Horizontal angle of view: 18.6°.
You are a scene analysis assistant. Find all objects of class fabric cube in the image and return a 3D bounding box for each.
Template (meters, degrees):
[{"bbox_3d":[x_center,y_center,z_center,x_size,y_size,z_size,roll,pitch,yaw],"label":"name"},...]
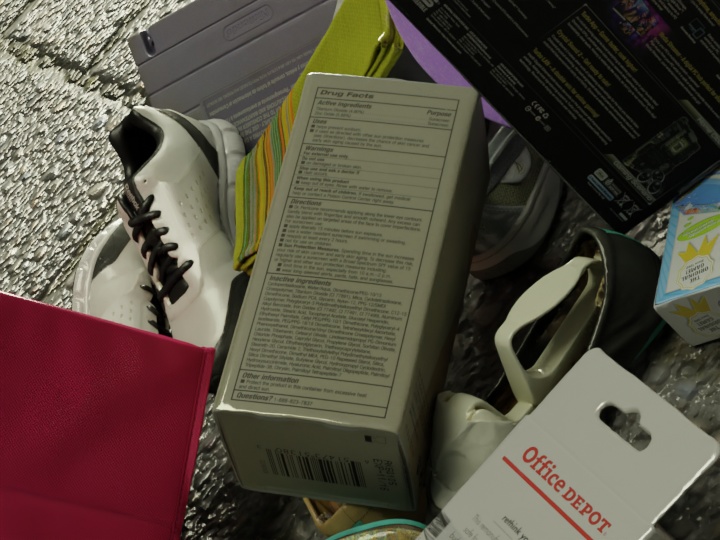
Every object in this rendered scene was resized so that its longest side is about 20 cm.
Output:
[{"bbox_3d":[-0.217,0.120,1.134,0.196,0.199,0.201,-18,59,59],"label":"fabric cube"}]

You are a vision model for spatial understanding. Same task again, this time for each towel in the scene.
[{"bbox_3d":[-0.027,-0.087,1.210,0.200,0.018,0.086,125,149,-44],"label":"towel"}]

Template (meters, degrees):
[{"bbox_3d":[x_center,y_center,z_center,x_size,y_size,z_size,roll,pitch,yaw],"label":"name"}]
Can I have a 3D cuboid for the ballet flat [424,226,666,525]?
[{"bbox_3d":[0.074,0.063,1.044,0.068,0.068,0.200,11,64,53],"label":"ballet flat"}]

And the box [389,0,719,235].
[{"bbox_3d":[0.121,-0.129,1.006,0.160,0.200,0.044,-37,33,18],"label":"box"}]

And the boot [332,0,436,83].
[{"bbox_3d":[0.007,-0.105,1.266,0.096,0.073,0.200,-94,26,-52],"label":"boot"}]

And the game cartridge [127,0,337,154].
[{"bbox_3d":[-0.049,-0.124,1.365,0.199,0.130,0.038,-23,2,37],"label":"game cartridge"}]

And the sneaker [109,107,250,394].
[{"bbox_3d":[-0.108,-0.014,1.302,0.074,0.080,0.201,-43,44,32],"label":"sneaker"}]

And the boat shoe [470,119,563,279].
[{"bbox_3d":[0.080,-0.090,1.213,0.074,0.065,0.203,-17,43,41],"label":"boat shoe"}]

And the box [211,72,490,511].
[{"bbox_3d":[0.000,0.007,1.067,0.094,0.078,0.201,7,57,14],"label":"box"}]

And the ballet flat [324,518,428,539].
[{"bbox_3d":[-0.031,0.179,1.044,0.200,0.071,0.071,-30,34,42],"label":"ballet flat"}]

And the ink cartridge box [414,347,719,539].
[{"bbox_3d":[0.078,0.144,0.947,0.200,0.068,0.116,-48,33,0],"label":"ink cartridge box"}]

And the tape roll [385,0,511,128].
[{"bbox_3d":[0.110,-0.170,1.106,0.200,0.201,0.066,-34,-1,21],"label":"tape roll"}]

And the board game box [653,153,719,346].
[{"bbox_3d":[0.233,-0.051,1.008,0.199,0.034,0.135,-20,40,38],"label":"board game box"}]

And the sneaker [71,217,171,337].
[{"bbox_3d":[-0.138,0.050,1.338,0.080,0.074,0.201,-9,52,30],"label":"sneaker"}]

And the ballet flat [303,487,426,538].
[{"bbox_3d":[-0.014,0.085,1.134,0.069,0.063,0.200,-47,30,5],"label":"ballet flat"}]
